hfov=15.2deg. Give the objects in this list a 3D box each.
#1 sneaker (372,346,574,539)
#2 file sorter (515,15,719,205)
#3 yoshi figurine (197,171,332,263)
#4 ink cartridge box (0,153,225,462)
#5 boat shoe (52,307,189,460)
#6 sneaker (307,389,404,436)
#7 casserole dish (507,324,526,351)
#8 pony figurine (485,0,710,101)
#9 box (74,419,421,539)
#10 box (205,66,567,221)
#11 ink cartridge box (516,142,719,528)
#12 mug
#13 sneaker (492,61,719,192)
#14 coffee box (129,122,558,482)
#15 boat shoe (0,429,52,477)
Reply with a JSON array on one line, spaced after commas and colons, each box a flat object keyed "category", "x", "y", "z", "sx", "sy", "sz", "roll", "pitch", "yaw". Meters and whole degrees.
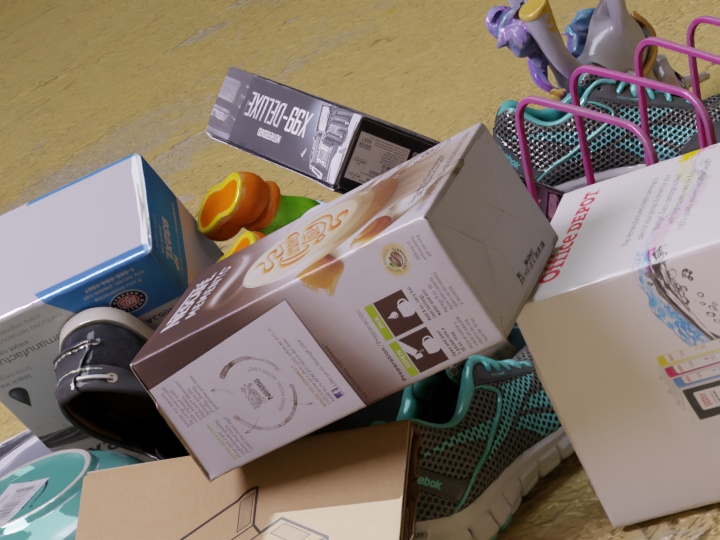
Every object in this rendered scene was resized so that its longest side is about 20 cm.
[{"category": "sneaker", "x": 0.071, "y": 0.077, "z": 1.508, "sx": 0.077, "sy": 0.092, "sz": 0.200, "roll": -12, "pitch": 22, "yaw": 36}, {"category": "file sorter", "x": 0.212, "y": -0.076, "z": 1.634, "sx": 0.199, "sy": 0.126, "sz": 0.139, "roll": -25, "pitch": 26, "yaw": -28}, {"category": "yoshi figurine", "x": -0.007, "y": 0.012, "z": 1.639, "sx": 0.199, "sy": 0.113, "sz": 0.112, "roll": 15, "pitch": 5, "yaw": -28}, {"category": "ink cartridge box", "x": -0.144, "y": 0.041, "z": 1.638, "sx": 0.145, "sy": 0.200, "sz": 0.084, "roll": -25, "pitch": 48, "yaw": 13}, {"category": "boat shoe", "x": -0.094, "y": 0.100, "z": 1.573, "sx": 0.072, "sy": 0.200, "sz": 0.068, "roll": -45, "pitch": 26, "yaw": 26}, {"category": "sneaker", "x": 0.021, "y": 0.078, "z": 1.574, "sx": 0.075, "sy": 0.107, "sz": 0.200, "roll": -16, "pitch": 18, "yaw": 29}, {"category": "casserole dish", "x": 0.135, "y": 0.008, "z": 1.736, "sx": 0.121, "sy": 0.039, "sz": 0.200, "roll": -26, "pitch": 18, "yaw": -2}, {"category": "pony figurine", "x": 0.167, "y": -0.130, "z": 1.898, "sx": 0.166, "sy": 0.200, "sz": 0.193, "roll": 3, "pitch": 48, "yaw": 45}, {"category": "box", "x": -0.065, "y": 0.167, "z": 1.412, "sx": 0.199, "sy": 0.021, "sz": 0.164, "roll": -11, "pitch": 54, "yaw": 23}, {"category": "box", "x": 0.025, "y": -0.064, "z": 1.692, "sx": 0.158, "sy": 0.199, "sz": 0.050, "roll": 24, "pitch": 95, "yaw": 53}, {"category": "ink cartridge box", "x": 0.206, "y": 0.020, "z": 1.410, "sx": 0.199, "sy": 0.145, "sz": 0.147, "roll": -17, "pitch": 20, "yaw": 26}, {"category": "mug", "x": -0.164, "y": 0.177, "z": 1.540, "sx": 0.152, "sy": 0.115, "sz": 0.185, "roll": -29, "pitch": 17, "yaw": -11}, {"category": "sneaker", "x": 0.178, "y": -0.098, "z": 1.776, "sx": 0.199, "sy": 0.092, "sz": 0.078, "roll": -19, "pitch": 13, "yaw": -1}, {"category": "coffee box", "x": -0.009, "y": 0.017, "z": 1.406, "sx": 0.200, "sy": 0.080, "sz": 0.114, "roll": -27, "pitch": 15, "yaw": 29}, {"category": "boat shoe", "x": -0.261, "y": 0.162, "z": 1.773, "sx": 0.199, "sy": 0.074, "sz": 0.068, "roll": -39, "pitch": 15, "yaw": 0}]
